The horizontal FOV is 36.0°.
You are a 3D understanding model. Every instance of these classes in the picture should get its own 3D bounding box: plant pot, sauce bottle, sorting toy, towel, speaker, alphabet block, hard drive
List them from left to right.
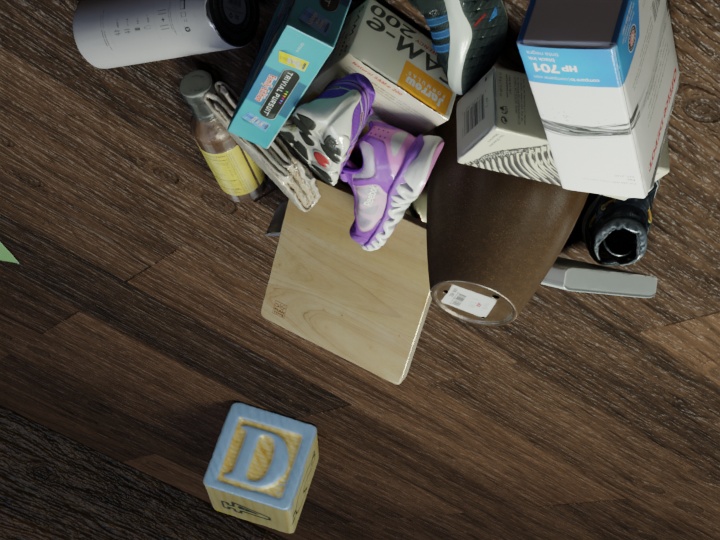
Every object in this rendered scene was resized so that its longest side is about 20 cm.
[{"bbox_3d":[-0.204,-0.259,1.145,0.198,0.082,0.081,-1,148,35],"label":"speaker"},{"bbox_3d":[-0.165,-0.161,1.330,0.064,0.065,0.201,10,151,18],"label":"sauce bottle"},{"bbox_3d":[-0.206,0.421,2.353,0.195,0.197,0.200,17,155,8],"label":"alphabet block"},{"bbox_3d":[-0.101,-0.130,1.193,0.133,0.034,0.200,47,178,5],"label":"towel"},{"bbox_3d":[0.000,0.000,1.328,0.199,0.070,0.200,25,117,17],"label":"sorting toy"},{"bbox_3d":[0.143,-0.051,1.174,0.185,0.202,0.187,16,155,8],"label":"plant pot"},{"bbox_3d":[0.227,0.000,1.287,0.131,0.027,0.200,5,-175,-28],"label":"hard drive"}]

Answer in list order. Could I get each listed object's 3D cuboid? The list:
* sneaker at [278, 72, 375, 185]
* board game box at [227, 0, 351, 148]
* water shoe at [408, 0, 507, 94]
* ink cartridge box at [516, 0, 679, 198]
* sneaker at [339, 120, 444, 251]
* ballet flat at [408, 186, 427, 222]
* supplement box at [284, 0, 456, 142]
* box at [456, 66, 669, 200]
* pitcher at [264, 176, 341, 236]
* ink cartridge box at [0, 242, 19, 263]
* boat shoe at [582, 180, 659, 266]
[{"bbox_3d":[-0.022,-0.141,1.082,0.081,0.083,0.200,45,168,-7],"label":"sneaker"},{"bbox_3d":[-0.055,-0.224,1.027,0.047,0.152,0.200,24,154,-13],"label":"board game box"},{"bbox_3d":[0.086,-0.243,1.014,0.079,0.071,0.200,41,164,22],"label":"water shoe"},{"bbox_3d":[0.208,-0.179,0.938,0.085,0.148,0.200,8,152,25],"label":"ink cartridge box"},{"bbox_3d":[0.016,-0.094,1.162,0.088,0.081,0.200,26,151,-4],"label":"sneaker"},{"bbox_3d":[0.108,-0.043,1.376,0.069,0.070,0.201,6,144,25],"label":"ballet flat"},{"bbox_3d":[-0.001,-0.185,1.156,0.125,0.074,0.199,30,154,-22],"label":"supplement box"},{"bbox_3d":[0.196,-0.130,1.075,0.198,0.069,0.082,10,157,-20],"label":"box"},{"bbox_3d":[0.003,-0.034,1.422,0.200,0.122,0.171,42,133,-19],"label":"pitcher"},{"bbox_3d":[-0.725,-0.047,1.960,0.198,0.048,0.146,11,153,21],"label":"ink cartridge box"},{"bbox_3d":[0.281,-0.036,1.233,0.070,0.092,0.201,14,154,9],"label":"boat shoe"}]
